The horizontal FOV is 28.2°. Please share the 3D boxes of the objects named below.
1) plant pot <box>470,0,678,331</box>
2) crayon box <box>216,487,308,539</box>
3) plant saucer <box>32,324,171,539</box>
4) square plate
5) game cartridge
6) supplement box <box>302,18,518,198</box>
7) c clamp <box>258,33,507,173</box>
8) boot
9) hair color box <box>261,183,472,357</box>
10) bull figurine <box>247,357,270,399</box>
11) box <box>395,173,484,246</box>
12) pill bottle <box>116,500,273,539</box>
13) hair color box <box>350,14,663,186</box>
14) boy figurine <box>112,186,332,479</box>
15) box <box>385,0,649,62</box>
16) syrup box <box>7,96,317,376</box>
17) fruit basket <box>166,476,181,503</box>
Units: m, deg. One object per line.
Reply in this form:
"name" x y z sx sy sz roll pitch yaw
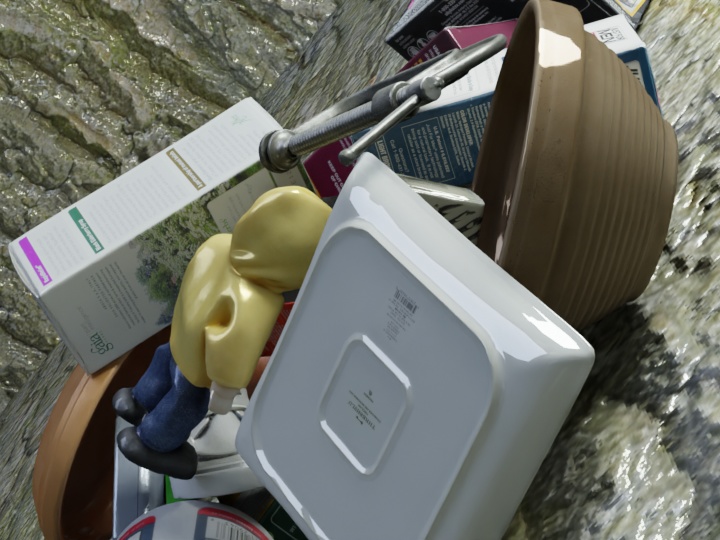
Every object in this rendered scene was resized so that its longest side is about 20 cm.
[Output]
"plant pot" 0.116 -0.042 0.787 0.201 0.092 0.202 -170 90 -88
"crayon box" -0.044 0.133 1.033 0.126 0.052 0.200 -53 14 -5
"plant saucer" -0.183 0.114 1.054 0.200 0.037 0.201 23 -90 -78
"square plate" 0.009 0.069 0.736 0.200 0.028 0.199 44 119 42
"game cartridge" -0.155 0.199 1.019 0.201 0.041 0.134 98 165 -50
"supplement box" 0.058 -0.107 1.146 0.110 0.086 0.200 -17 -17 -49
"c clamp" 0.002 -0.098 0.860 0.171 0.027 0.200 -36 11 -27
"boot" -0.105 0.098 0.978 0.073 0.096 0.200 -9 1 -17
"hair color box" 0.000 0.000 0.994 0.199 0.061 0.102 -6 48 29
"bull figurine" -0.096 0.069 1.221 0.065 0.122 0.200 -5 -17 -40
"box" 0.016 0.047 0.825 0.082 0.068 0.201 -98 18 -81
"pill bottle" -0.102 0.230 0.828 0.120 0.119 0.200 -49 13 13
"hair color box" 0.096 -0.108 0.970 0.199 0.061 0.100 -16 21 8
"boy figurine" -0.081 0.027 0.870 0.200 0.064 0.125 -54 30 19
"box" 0.137 -0.231 1.192 0.200 0.132 0.115 -33 22 53
"syrup box" -0.131 -0.025 0.981 0.199 0.079 0.081 -32 39 -9
"fruit basket" -0.207 0.123 1.369 0.216 0.155 0.216 -54 21 33
